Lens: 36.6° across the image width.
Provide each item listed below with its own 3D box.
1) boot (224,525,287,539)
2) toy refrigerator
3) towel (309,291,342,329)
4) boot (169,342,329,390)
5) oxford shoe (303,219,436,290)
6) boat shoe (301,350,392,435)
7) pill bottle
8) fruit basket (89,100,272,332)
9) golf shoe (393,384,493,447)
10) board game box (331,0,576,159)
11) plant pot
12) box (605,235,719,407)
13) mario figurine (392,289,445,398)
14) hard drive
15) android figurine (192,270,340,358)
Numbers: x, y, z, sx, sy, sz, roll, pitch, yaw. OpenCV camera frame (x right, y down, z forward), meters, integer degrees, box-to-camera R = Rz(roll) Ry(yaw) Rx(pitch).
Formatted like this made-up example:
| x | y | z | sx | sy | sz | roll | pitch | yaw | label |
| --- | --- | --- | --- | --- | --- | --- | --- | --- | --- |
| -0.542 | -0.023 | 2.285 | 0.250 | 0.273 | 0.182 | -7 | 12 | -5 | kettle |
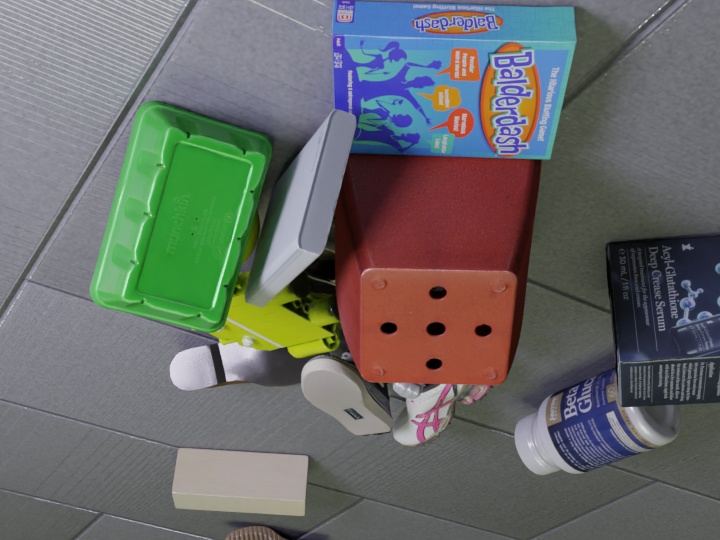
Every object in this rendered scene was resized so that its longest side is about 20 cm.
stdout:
| x | y | z | sx | sy | sz | roll | pitch | yaw | label |
| --- | --- | --- | --- | --- | --- | --- | --- | --- | --- |
| -0.165 | 0.527 | 1.968 | 0.200 | 0.072 | 0.166 | 11 | 143 | -18 | boot |
| -0.181 | 0.325 | 1.667 | 0.200 | 0.076 | 0.070 | 3 | 146 | -1 | toy refrigerator |
| -0.047 | 0.049 | 1.268 | 0.200 | 0.018 | 0.086 | 5 | 156 | 9 | towel |
| -0.135 | 0.113 | 1.378 | 0.200 | 0.074 | 0.075 | -6 | 175 | 5 | boot |
| 0.000 | 0.000 | 1.187 | 0.200 | 0.058 | 0.075 | 25 | 138 | -32 | oxford shoe |
| -0.016 | 0.127 | 1.340 | 0.075 | 0.093 | 0.200 | -9 | 148 | 17 | boat shoe |
| 0.300 | 0.198 | 1.408 | 0.111 | 0.111 | 0.200 | 28 | 139 | -32 | pill bottle |
| -0.163 | -0.048 | 1.049 | 0.155 | 0.216 | 0.216 | 15 | 144 | -17 | fruit basket |
| 0.088 | 0.157 | 1.406 | 0.092 | 0.073 | 0.200 | 23 | 132 | -18 | golf shoe |
| 0.076 | -0.162 | 0.948 | 0.200 | 0.045 | 0.152 | 1 | 146 | 2 | board game box |
| 0.070 | -0.002 | 1.024 | 0.199 | 0.176 | 0.200 | 1 | 127 | 1 | plant pot |
| 0.367 | 0.052 | 1.153 | 0.200 | 0.149 | 0.107 | -5 | 146 | 11 | box |
| 0.098 | 0.075 | 1.196 | 0.200 | 0.124 | 0.106 | 3 | 167 | -40 | mario figurine |
| -0.059 | -0.051 | 1.000 | 0.027 | 0.132 | 0.200 | 18 | 161 | -14 | hard drive |
| -0.112 | 0.049 | 1.227 | 0.200 | 0.041 | 0.182 | -16 | 144 | 40 | android figurine |
